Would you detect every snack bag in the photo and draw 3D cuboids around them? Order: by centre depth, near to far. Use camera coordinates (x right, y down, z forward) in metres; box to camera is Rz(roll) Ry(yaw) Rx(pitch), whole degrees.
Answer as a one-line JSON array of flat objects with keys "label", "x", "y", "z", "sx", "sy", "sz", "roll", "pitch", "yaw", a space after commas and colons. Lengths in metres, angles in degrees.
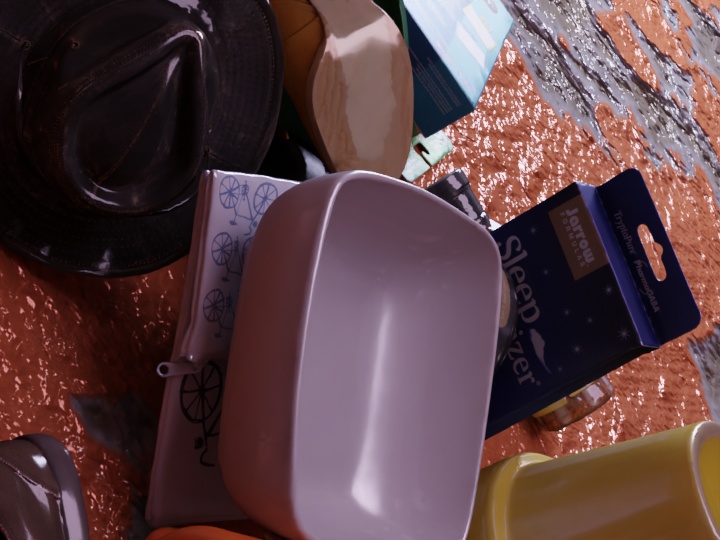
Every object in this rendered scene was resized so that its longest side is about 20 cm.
[{"label": "snack bag", "x": -0.045, "y": 0.049, "z": 1.156, "sx": 0.189, "sy": 0.021, "sz": 0.200, "roll": 7, "pitch": 94, "yaw": -57}]

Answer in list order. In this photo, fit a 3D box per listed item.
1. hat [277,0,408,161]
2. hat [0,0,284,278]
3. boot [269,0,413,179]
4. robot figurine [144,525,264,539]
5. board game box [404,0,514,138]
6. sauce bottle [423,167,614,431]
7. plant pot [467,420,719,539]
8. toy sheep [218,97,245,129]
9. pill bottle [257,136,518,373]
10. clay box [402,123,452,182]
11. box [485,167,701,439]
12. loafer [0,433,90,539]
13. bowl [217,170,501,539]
[{"label": "hat", "x": -0.091, "y": -0.151, "z": 1.340, "sx": 0.176, "sy": 0.166, "sz": 0.200, "roll": 2, "pitch": 22, "yaw": -29}, {"label": "hat", "x": -0.122, "y": -0.089, "z": 1.095, "sx": 0.201, "sy": 0.201, "sz": 0.081, "roll": 49, "pitch": -8, "yaw": -19}, {"label": "boot", "x": -0.040, "y": -0.144, "z": 1.255, "sx": 0.071, "sy": 0.144, "sz": 0.201, "roll": -20, "pitch": 103, "yaw": -25}, {"label": "robot figurine", "x": -0.050, "y": 0.194, "z": 1.033, "sx": 0.200, "sy": 0.144, "sz": 0.117, "roll": 23, "pitch": 76, "yaw": -48}, {"label": "board game box", "x": 0.040, "y": -0.201, "z": 1.520, "sx": 0.151, "sy": 0.047, "sz": 0.200, "roll": 55, "pitch": 24, "yaw": -13}, {"label": "sauce bottle", "x": 0.109, "y": 0.019, "z": 1.509, "sx": 0.200, "sy": 0.066, "sz": 0.066, "roll": 60, "pitch": 28, "yaw": -2}, {"label": "plant pot", "x": 0.167, "y": 0.190, "z": 1.309, "sx": 0.201, "sy": 0.189, "sz": 0.201, "roll": 40, "pitch": 33, "yaw": -32}, {"label": "toy sheep", "x": -0.131, "y": -0.149, "z": 1.208, "sx": 0.138, "sy": 0.138, "sz": 0.200, "roll": 13, "pitch": 34, "yaw": -53}, {"label": "pill bottle", "x": 0.000, "y": 0.000, "z": 1.302, "sx": 0.200, "sy": 0.112, "sz": 0.112, "roll": 34, "pitch": 37, "yaw": -39}, {"label": "clay box", "x": 0.014, "y": -0.171, "z": 1.557, "sx": 0.200, "sy": 0.048, "sz": 0.115, "roll": 56, "pitch": 28, "yaw": -4}, {"label": "box", "x": 0.117, "y": 0.025, "z": 1.372, "sx": 0.032, "sy": 0.200, "sz": 0.121, "roll": 11, "pitch": 53, "yaw": -55}, {"label": "loafer", "x": -0.157, "y": 0.168, "z": 0.946, "sx": 0.071, "sy": 0.073, "sz": 0.200, "roll": 9, "pitch": 50, "yaw": -42}, {"label": "bowl", "x": -0.006, "y": 0.055, "z": 1.114, "sx": 0.200, "sy": 0.075, "sz": 0.200, "roll": 22, "pitch": 73, "yaw": -58}]
